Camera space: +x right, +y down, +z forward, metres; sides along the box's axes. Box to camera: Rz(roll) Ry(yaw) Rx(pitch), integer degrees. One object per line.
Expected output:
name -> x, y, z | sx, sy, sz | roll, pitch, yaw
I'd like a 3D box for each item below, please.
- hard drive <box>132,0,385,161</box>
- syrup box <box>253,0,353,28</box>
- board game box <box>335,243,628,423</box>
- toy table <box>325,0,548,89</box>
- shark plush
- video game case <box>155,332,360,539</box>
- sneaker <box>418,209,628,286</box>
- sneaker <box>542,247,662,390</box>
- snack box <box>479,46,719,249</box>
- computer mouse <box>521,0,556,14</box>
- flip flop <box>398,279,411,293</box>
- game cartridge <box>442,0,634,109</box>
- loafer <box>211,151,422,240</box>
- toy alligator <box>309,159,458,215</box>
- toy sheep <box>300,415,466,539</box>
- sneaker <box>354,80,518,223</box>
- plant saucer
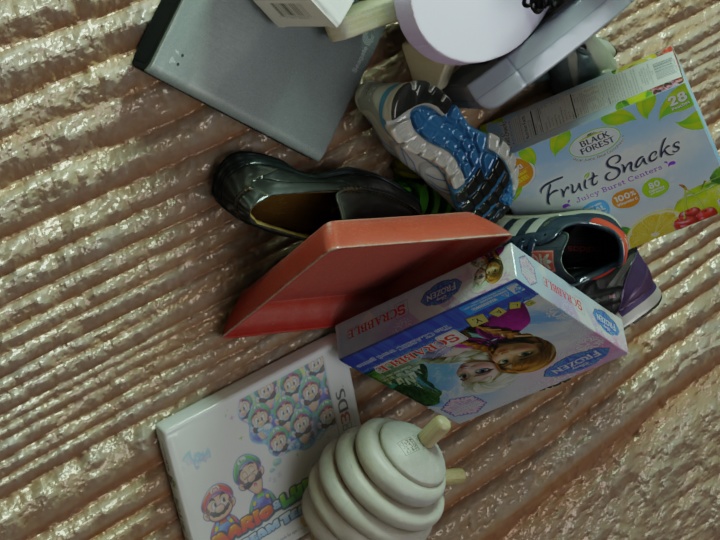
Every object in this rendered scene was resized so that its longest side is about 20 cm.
hard drive -> -0.080, -0.192, 1.428 | 0.200, 0.033, 0.140 | 25, 91, -41
syrup box -> -0.018, -0.299, 1.376 | 0.081, 0.079, 0.200 | 44, 67, -37
board game box -> 0.115, 0.065, 1.585 | 0.199, 0.200, 0.041 | 30, 44, -45
toy table -> 0.065, -0.241, 1.440 | 0.200, 0.117, 0.185 | -20, 102, -43
shark plush -> 0.186, -0.196, 1.614 | 0.083, 0.091, 0.200 | -38, 139, 19
video game case -> -0.084, 0.178, 1.581 | 0.200, 0.024, 0.183 | -26, 122, -27
sneaker -> 0.153, -0.013, 1.573 | 0.199, 0.085, 0.075 | -13, 106, -4
sneaker -> 0.214, 0.041, 1.738 | 0.200, 0.076, 0.088 | -38, 112, -24
snack box -> 0.237, -0.099, 1.624 | 0.199, 0.068, 0.169 | -22, 129, 13
computer mouse -> 0.128, -0.314, 1.393 | 0.110, 0.044, 0.200 | -36, 98, -46
flip flop -> 0.120, 0.022, 1.654 | 0.199, 0.058, 0.081 | 16, 92, -22
game cartridge -> 0.166, -0.211, 1.500 | 0.200, 0.133, 0.041 | -39, 98, -5
loafer -> -0.029, -0.048, 1.474 | 0.199, 0.072, 0.073 | 6, 117, -26
toy alligator -> 0.042, -0.068, 1.558 | 0.200, 0.054, 0.060 | 0, 107, -38
toy sheep -> 0.020, 0.200, 1.567 | 0.138, 0.138, 0.200 | 13, 124, -40
sneaker -> 0.067, -0.112, 1.519 | 0.075, 0.087, 0.200 | -54, 131, -10
plant saucer -> 0.000, 0.000, 1.496 | 0.199, 0.200, 0.037 | -5, 70, -36
